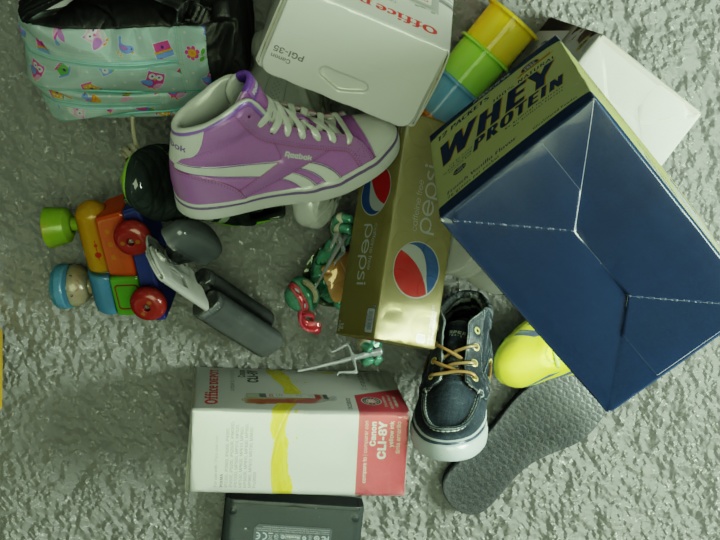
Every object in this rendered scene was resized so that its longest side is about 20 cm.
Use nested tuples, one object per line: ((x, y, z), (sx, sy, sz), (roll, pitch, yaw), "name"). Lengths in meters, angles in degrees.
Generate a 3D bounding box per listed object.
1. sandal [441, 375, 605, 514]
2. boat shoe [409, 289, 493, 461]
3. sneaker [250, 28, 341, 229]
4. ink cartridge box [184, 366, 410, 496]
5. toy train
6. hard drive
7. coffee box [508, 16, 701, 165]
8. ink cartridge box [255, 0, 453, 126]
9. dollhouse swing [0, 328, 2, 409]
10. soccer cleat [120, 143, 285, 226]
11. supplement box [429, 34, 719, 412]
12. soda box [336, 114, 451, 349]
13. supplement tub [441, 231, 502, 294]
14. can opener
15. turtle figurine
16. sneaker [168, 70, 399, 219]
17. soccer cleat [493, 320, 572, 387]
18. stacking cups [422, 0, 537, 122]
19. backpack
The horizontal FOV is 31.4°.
((0.161, 0.163, 1.291), (0.200, 0.043, 0.076), (-39, 96, 13), "sandal")
((0.085, 0.092, 1.179), (0.071, 0.200, 0.091), (2, 113, 8), "boat shoe")
((-0.070, -0.131, 1.173), (0.099, 0.078, 0.201), (-9, 75, 11), "sneaker")
((-0.062, 0.149, 1.205), (0.199, 0.145, 0.084), (2, 101, -6), "ink cartridge box")
((-0.238, -0.048, 1.160), (0.115, 0.085, 0.201), (-3, 122, 8), "toy train")
((-0.076, 0.324, 1.298), (0.139, 0.033, 0.201), (5, 101, -7), "hard drive")
((0.207, -0.156, 1.142), (0.113, 0.200, 0.080), (35, 100, -13), "coffee box")
((0.002, -0.228, 1.100), (0.146, 0.200, 0.083), (21, 127, -10), "ink cartridge box")
((-0.451, 0.063, 1.142), (0.199, 0.182, 0.176), (-25, 124, 0), "dollhouse swing")
((-0.135, -0.073, 1.130), (0.081, 0.200, 0.068), (2, 87, 25), "soccer cleat")
((0.166, -0.042, 0.968), (0.134, 0.200, 0.200), (-38, 107, 15), "supplement box")
((0.037, -0.035, 1.133), (0.068, 0.064, 0.201), (12, 85, -32), "soda box")
((0.173, -0.039, 1.171), (0.199, 0.140, 0.141), (11, 101, -26), "supplement tub")
((-0.123, 0.016, 1.161), (0.067, 0.053, 0.200), (-35, 144, 12), "can opener")
((0.000, 0.000, 1.205), (0.200, 0.101, 0.150), (-30, 122, -16), "turtle figurine")
((-0.058, -0.115, 1.044), (0.200, 0.073, 0.115), (-18, 134, -19), "sneaker")
((0.223, 0.069, 1.230), (0.199, 0.084, 0.065), (-13, 104, -20), "soccer cleat")
((0.082, -0.157, 1.202), (0.060, 0.061, 0.200), (37, 98, -12), "stacking cups")
((-0.195, -0.204, 1.113), (0.199, 0.167, 0.127), (-5, 119, 2), "backpack")
